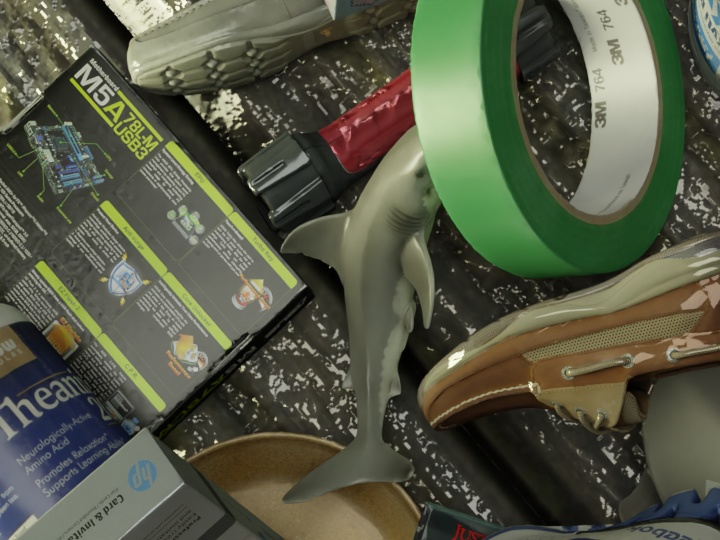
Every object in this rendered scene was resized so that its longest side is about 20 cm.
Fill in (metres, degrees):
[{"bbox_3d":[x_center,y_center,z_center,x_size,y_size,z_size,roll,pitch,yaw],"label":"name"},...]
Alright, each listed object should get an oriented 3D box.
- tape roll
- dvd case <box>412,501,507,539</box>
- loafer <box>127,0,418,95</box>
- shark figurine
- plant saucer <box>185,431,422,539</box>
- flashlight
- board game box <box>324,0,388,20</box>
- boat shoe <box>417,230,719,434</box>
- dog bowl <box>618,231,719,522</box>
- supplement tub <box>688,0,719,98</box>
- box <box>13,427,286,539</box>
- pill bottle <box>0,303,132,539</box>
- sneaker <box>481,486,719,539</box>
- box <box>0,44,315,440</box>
[{"bbox_3d":[0.106,-0.098,0.886,0.048,0.199,0.203,-4,78,41],"label":"tape roll"},{"bbox_3d":[0.071,0.245,0.893,0.144,0.022,0.202,18,90,-8],"label":"dvd case"},{"bbox_3d":[-0.049,-0.163,0.975,0.198,0.070,0.070,-22,75,-6],"label":"loafer"},{"bbox_3d":[-0.004,0.015,0.922,0.088,0.128,0.217,10,100,-7],"label":"shark figurine"},{"bbox_3d":[-0.046,0.194,0.931,0.197,0.035,0.203,-1,81,5],"label":"plant saucer"},{"bbox_3d":[0.021,-0.097,0.951,0.199,0.068,0.068,-35,113,-6],"label":"flashlight"},{"bbox_3d":[0.036,-0.269,0.960,0.197,0.041,0.202,-20,71,-11],"label":"board game box"},{"bbox_3d":[0.118,0.047,0.824,0.198,0.075,0.073,-26,77,26],"label":"boat shoe"},{"bbox_3d":[0.209,0.081,0.856,0.058,0.199,0.203,-1,79,-30],"label":"dog bowl"},{"bbox_3d":[0.249,-0.161,0.877,0.130,0.200,0.134,-1,80,5],"label":"supplement tub"},{"bbox_3d":[-0.115,0.174,0.821,0.156,0.200,0.041,-40,60,-2],"label":"box"},{"bbox_3d":[-0.196,0.090,0.880,0.111,0.111,0.200,-43,80,-2],"label":"pill bottle"},{"bbox_3d":[0.103,0.171,0.794,0.198,0.115,0.081,-24,92,26],"label":"sneaker"},{"bbox_3d":[-0.161,0.005,0.967,0.193,0.048,0.200,-43,80,-4],"label":"box"}]
